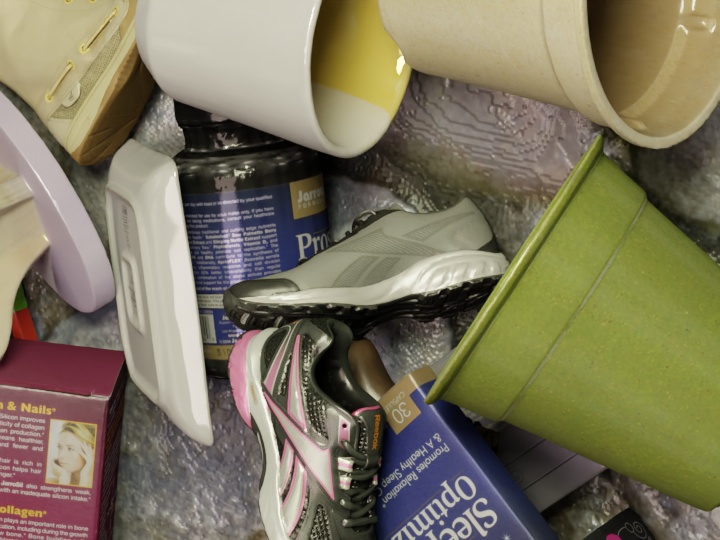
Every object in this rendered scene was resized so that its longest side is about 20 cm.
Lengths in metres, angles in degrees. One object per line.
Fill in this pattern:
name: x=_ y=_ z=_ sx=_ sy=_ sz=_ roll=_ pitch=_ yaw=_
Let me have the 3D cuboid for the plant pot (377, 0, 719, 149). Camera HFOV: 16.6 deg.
plant pot: x=0.119 y=-0.184 z=1.567 sx=0.183 sy=0.200 sz=0.201 roll=8 pitch=105 yaw=38

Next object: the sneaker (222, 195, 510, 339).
sneaker: x=0.000 y=0.000 z=1.681 sx=0.074 sy=0.200 sz=0.079 roll=117 pitch=138 yaw=-65

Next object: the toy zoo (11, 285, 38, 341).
toy zoo: x=-0.300 y=0.092 z=1.931 sx=0.131 sy=0.020 sz=0.200 roll=-13 pitch=95 yaw=29

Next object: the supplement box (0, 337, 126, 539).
supplement box: x=-0.251 y=0.160 z=1.848 sx=0.131 sy=0.103 sz=0.200 roll=8 pitch=108 yaw=1

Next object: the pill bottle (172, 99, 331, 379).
pill bottle: x=-0.077 y=-0.031 z=1.734 sx=0.112 sy=0.112 sz=0.200 roll=-2 pitch=101 yaw=28

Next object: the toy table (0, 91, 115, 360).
toy table: x=-0.282 y=-0.033 z=1.810 sx=0.200 sy=0.117 sz=0.184 roll=49 pitch=154 yaw=18

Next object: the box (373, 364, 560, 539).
box: x=0.060 y=0.177 z=1.633 sx=0.121 sy=0.032 sz=0.200 roll=-45 pitch=77 yaw=29

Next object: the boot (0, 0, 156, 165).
boot: x=-0.199 y=-0.198 z=1.784 sx=0.155 sy=0.073 sz=0.200 roll=40 pitch=112 yaw=21

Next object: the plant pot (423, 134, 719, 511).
plant pot: x=0.171 y=0.051 z=1.537 sx=0.190 sy=0.200 sz=0.200 roll=34 pitch=115 yaw=2

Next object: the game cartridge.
game cartridge: x=0.085 y=0.120 z=1.730 sx=0.200 sy=0.038 sz=0.130 roll=-37 pitch=79 yaw=29

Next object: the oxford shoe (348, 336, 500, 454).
oxford shoe: x=0.052 y=0.119 z=1.699 sx=0.084 sy=0.073 sz=0.200 roll=-37 pitch=83 yaw=9

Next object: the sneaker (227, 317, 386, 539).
sneaker: x=-0.019 y=0.123 z=1.607 sx=0.086 sy=0.080 sz=0.200 roll=-24 pitch=83 yaw=31

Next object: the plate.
plate: x=-0.148 y=0.013 z=1.750 sx=0.032 sy=0.200 sz=0.200 roll=-9 pitch=100 yaw=-13

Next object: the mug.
mug: x=-0.054 y=-0.157 z=1.635 sx=0.153 sy=0.187 sz=0.150 roll=11 pitch=90 yaw=27

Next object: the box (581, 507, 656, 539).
box: x=0.180 y=0.287 z=1.671 sx=0.132 sy=0.115 sz=0.200 roll=-43 pitch=79 yaw=29
